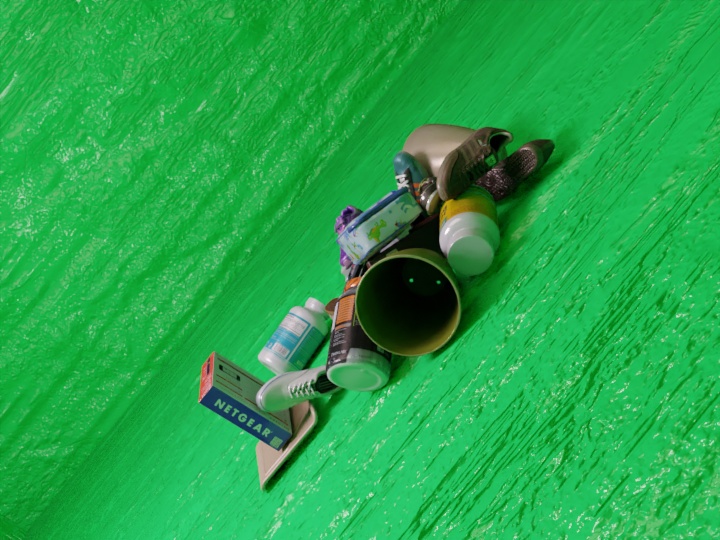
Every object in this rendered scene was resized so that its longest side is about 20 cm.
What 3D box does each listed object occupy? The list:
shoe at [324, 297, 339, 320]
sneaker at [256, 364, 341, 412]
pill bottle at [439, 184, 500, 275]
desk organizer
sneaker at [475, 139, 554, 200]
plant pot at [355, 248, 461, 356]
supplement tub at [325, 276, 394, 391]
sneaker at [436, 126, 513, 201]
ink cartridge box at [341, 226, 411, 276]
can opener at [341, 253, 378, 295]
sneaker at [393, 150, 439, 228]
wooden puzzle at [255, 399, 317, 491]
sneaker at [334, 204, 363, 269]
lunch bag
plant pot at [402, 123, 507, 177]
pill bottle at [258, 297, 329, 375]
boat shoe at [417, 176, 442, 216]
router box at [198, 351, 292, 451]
[{"bbox_3d":[-0.015,0.105,1.821,0.070,0.053,0.200,-40,24,-16],"label":"shoe"},{"bbox_3d":[-0.116,0.236,1.627,0.200,0.073,0.071,-20,5,-27],"label":"sneaker"},{"bbox_3d":[0.205,-0.075,1.496,0.113,0.113,0.200,-43,18,26],"label":"pill bottle"},{"bbox_3d":[0.104,-0.042,1.669,0.200,0.072,0.077,-34,9,-12],"label":"desk organizer"},{"bbox_3d":[0.310,-0.198,1.580,0.075,0.071,0.200,-29,0,-32],"label":"sneaker"},{"bbox_3d":[0.105,0.033,1.463,0.187,0.187,0.200,-44,3,23],"label":"plant pot"},{"bbox_3d":[0.005,0.119,1.524,0.122,0.122,0.200,-35,36,45],"label":"supplement tub"},{"bbox_3d":[0.218,-0.210,1.512,0.075,0.070,0.200,6,49,45],"label":"sneaker"},{"bbox_3d":[0.057,-0.065,1.936,0.200,0.086,0.148,-39,20,41],"label":"ink cartridge box"},{"bbox_3d":[0.000,0.000,1.764,0.079,0.063,0.200,20,91,51],"label":"can opener"},{"bbox_3d":[0.114,-0.159,1.730,0.080,0.200,0.071,-37,18,-31],"label":"sneaker"},{"bbox_3d":[-0.155,0.353,1.689,0.200,0.037,0.185,-54,16,4],"label":"wooden puzzle"},{"bbox_3d":[-0.028,-0.086,1.904,0.080,0.088,0.200,-38,23,37],"label":"sneaker"},{"bbox_3d":[0.040,-0.091,1.621,0.161,0.083,0.200,-36,-1,-12],"label":"lunch bag"},{"bbox_3d":[0.222,-0.241,1.746,0.200,0.187,0.187,4,55,58],"label":"plant pot"},{"bbox_3d":[-0.154,0.166,1.956,0.200,0.111,0.111,-54,16,-15],"label":"pill bottle"},{"bbox_3d":[0.149,-0.159,1.624,0.072,0.059,0.200,-60,-11,19],"label":"boat shoe"},{"bbox_3d":[-0.242,0.271,1.671,0.049,0.200,0.180,-52,16,8],"label":"router box"}]
